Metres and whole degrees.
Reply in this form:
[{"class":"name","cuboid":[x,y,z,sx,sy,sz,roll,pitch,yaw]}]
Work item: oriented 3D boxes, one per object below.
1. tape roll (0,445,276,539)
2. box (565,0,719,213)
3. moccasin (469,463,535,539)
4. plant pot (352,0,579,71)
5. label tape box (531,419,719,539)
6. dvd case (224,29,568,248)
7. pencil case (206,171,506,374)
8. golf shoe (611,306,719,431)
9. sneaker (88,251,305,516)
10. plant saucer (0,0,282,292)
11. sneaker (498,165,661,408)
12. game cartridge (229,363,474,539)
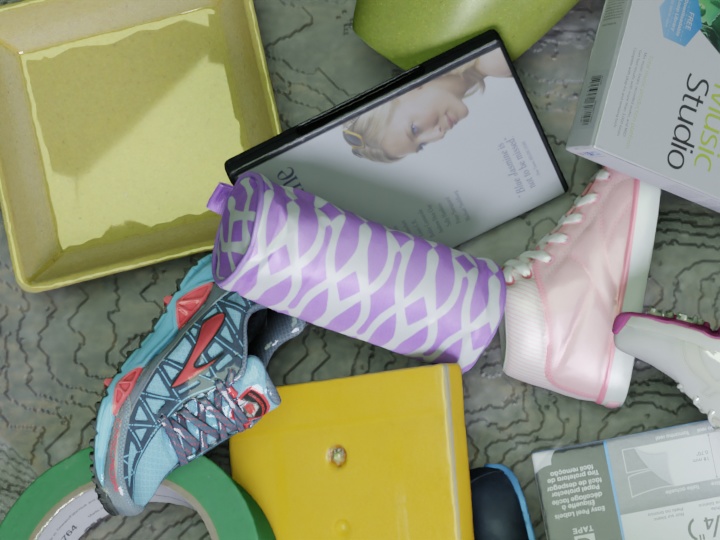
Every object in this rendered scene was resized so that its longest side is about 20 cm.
[{"class":"tape roll","cuboid":[-0.151,0.211,1.650,0.200,0.048,0.201,-7,66,17]},{"class":"box","cuboid":[0.237,-0.115,1.639,0.199,0.036,0.145,19,81,-30]},{"class":"moccasin","cuboid":[0.093,0.230,1.650,0.068,0.081,0.201,-14,68,-5]},{"class":"plant pot","cuboid":[0.083,-0.224,1.665,0.187,0.187,0.200,34,103,8]},{"class":"label tape box","cuboid":[0.201,0.205,1.643,0.144,0.063,0.201,-11,81,4]},{"class":"dvd case","cuboid":[0.026,-0.062,1.664,0.199,0.143,0.018,-26,40,4]},{"class":"pencil case","cuboid":[0.000,0.000,1.627,0.199,0.086,0.084,21,120,-24]},{"class":"golf shoe","cuboid":[0.245,0.086,1.591,0.199,0.075,0.092,21,92,19]},{"class":"sneaker","cuboid":[-0.102,0.076,1.628,0.095,0.079,0.200,17,63,25]},{"class":"plant saucer","cuboid":[-0.154,-0.099,1.723,0.199,0.048,0.201,-13,82,3]},{"class":"sneaker","cuboid":[0.141,-0.015,1.670,0.104,0.075,0.201,10,88,1]},{"class":"game cartridge","cuboid":[-0.004,0.170,1.649,0.176,0.032,0.201,-9,83,32]}]
